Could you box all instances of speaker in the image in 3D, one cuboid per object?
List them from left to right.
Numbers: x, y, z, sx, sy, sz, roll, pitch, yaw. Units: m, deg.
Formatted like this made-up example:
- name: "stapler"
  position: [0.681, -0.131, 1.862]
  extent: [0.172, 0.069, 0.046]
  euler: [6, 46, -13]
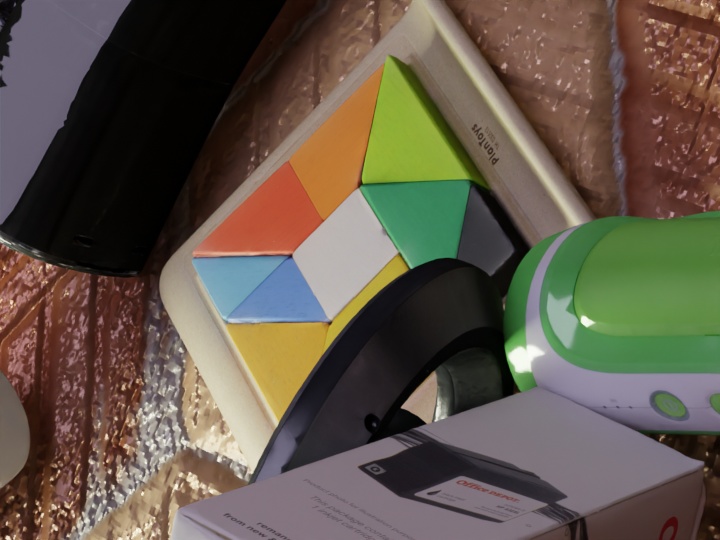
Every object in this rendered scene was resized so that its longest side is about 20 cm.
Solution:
- name: "speaker"
  position: [0.149, 0.019, 1.053]
  extent: [0.200, 0.088, 0.088]
  euler: [-2, 72, 44]

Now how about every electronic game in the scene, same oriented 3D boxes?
- name: "electronic game"
  position: [0.000, 0.088, 1.098]
  extent: [0.042, 0.200, 0.200]
  euler: [25, 92, 21]

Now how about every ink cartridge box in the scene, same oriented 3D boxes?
- name: "ink cartridge box"
  position: [0.020, 0.137, 1.016]
  extent: [0.084, 0.200, 0.145]
  euler: [26, 116, 34]

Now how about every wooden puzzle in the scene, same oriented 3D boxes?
- name: "wooden puzzle"
  position: [0.000, 0.000, 1.242]
  extent: [0.200, 0.037, 0.185]
  euler: [-49, 47, 19]

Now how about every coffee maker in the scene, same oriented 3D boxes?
- name: "coffee maker"
  position: [-0.107, -0.100, 1.314]
  extent: [0.192, 0.135, 0.200]
  euler: [40, 105, 49]

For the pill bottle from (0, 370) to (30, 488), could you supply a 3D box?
- name: "pill bottle"
  position: [-0.252, 0.113, 1.390]
  extent: [0.200, 0.111, 0.111]
  euler: [-36, 51, 28]
